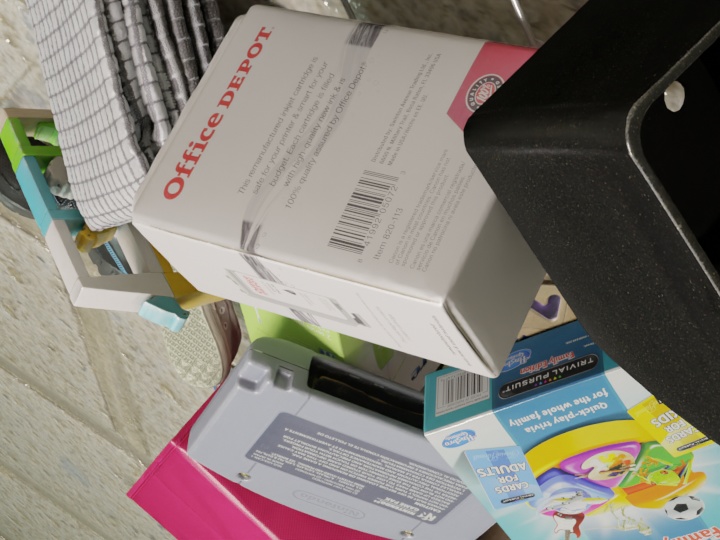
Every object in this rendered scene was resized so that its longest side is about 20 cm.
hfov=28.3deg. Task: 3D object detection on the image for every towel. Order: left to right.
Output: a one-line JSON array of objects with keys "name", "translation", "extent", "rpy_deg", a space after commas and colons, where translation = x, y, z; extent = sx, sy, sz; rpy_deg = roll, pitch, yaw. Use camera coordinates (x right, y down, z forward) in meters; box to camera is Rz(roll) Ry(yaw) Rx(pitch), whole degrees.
[{"name": "towel", "translation": [-0.146, -0.135, 0.905], "extent": [0.165, 0.085, 0.202], "rpy_deg": [-9, 96, 65]}]

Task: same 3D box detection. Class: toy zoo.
[{"name": "toy zoo", "translation": [-0.164, -0.036, 1.004], "extent": [0.021, 0.130, 0.201], "rpy_deg": [-55, 53, 36]}]

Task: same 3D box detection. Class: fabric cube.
[{"name": "fabric cube", "translation": [-0.034, 0.153, 1.121], "extent": [0.199, 0.196, 0.200], "rpy_deg": [43, 153, 0]}]

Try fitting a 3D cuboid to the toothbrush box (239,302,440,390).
[{"name": "toothbrush box", "translation": [0.000, 0.000, 0.908], "extent": [0.086, 0.146, 0.201], "rpy_deg": [26, 148, 25]}]

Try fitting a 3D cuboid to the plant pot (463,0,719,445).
[{"name": "plant pot", "translation": [0.162, -0.048, 0.599], "extent": [0.201, 0.200, 0.177], "rpy_deg": [53, 161, -24]}]

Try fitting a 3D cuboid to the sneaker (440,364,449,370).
[{"name": "sneaker", "translation": [0.134, 0.038, 0.841], "extent": [0.199, 0.068, 0.108], "rpy_deg": [3, 137, 22]}]

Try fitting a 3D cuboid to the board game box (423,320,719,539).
[{"name": "board game box", "translation": [0.149, 0.112, 0.804], "extent": [0.150, 0.047, 0.200], "rpy_deg": [-22, 128, 24]}]

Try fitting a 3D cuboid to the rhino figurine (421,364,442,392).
[{"name": "rhino figurine", "translation": [0.020, 0.078, 1.025], "extent": [0.199, 0.088, 0.060], "rpy_deg": [27, 149, -2]}]

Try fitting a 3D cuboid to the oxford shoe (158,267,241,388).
[{"name": "oxford shoe", "translation": [-0.141, -0.001, 1.168], "extent": [0.074, 0.058, 0.202], "rpy_deg": [-1, 117, 21]}]

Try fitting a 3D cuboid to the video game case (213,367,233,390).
[{"name": "video game case", "translation": [-0.051, 0.170, 1.357], "extent": [0.199, 0.018, 0.144], "rpy_deg": [23, 147, 31]}]

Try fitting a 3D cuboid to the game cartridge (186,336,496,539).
[{"name": "game cartridge", "translation": [-0.001, 0.114, 0.891], "extent": [0.198, 0.042, 0.133], "rpy_deg": [22, 145, -15]}]

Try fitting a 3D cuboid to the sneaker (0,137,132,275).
[{"name": "sneaker", "translation": [-0.237, -0.069, 1.211], "extent": [0.199, 0.073, 0.082], "rpy_deg": [35, 136, 0]}]

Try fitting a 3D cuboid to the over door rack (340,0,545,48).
[{"name": "over door rack", "translation": [0.013, -0.161, 0.743], "extent": [0.147, 0.067, 0.201], "rpy_deg": [-2, 131, 54]}]

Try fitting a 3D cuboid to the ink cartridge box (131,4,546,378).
[{"name": "ink cartridge box", "translation": [0.003, -0.047, 0.737], "extent": [0.199, 0.147, 0.083], "rpy_deg": [15, 158, 33]}]

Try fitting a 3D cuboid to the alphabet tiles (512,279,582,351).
[{"name": "alphabet tiles", "translation": [0.173, 0.048, 0.779], "extent": [0.198, 0.006, 0.167], "rpy_deg": [4, 133, 2]}]

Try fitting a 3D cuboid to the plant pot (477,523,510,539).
[{"name": "plant pot", "translation": [0.142, 0.281, 1.105], "extent": [0.199, 0.174, 0.201], "rpy_deg": [31, 150, 20]}]
